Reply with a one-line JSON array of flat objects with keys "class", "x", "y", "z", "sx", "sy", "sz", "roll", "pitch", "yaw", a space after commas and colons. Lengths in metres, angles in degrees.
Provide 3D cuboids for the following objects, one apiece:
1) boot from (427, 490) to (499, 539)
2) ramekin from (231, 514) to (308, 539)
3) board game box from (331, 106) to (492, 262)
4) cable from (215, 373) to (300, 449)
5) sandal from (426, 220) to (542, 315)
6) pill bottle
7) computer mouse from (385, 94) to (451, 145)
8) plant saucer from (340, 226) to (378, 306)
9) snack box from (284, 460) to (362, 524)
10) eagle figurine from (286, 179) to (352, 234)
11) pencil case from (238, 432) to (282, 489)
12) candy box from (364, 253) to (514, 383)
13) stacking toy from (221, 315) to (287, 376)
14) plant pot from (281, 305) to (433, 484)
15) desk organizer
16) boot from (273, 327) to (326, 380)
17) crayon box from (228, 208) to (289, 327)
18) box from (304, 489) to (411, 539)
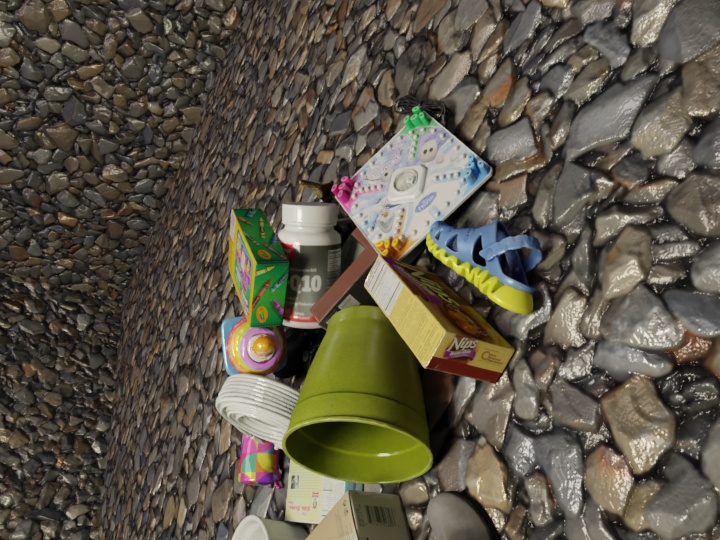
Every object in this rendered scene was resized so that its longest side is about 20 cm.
[{"class": "boot", "x": 0.093, "y": 0.313, "z": 0.616, "sx": 0.071, "sy": 0.130, "sz": 0.200, "roll": -65, "pitch": 31, "yaw": 15}, {"class": "ramekin", "x": -0.151, "y": 0.521, "z": 0.970, "sx": 0.200, "sy": 0.096, "sz": 0.204, "roll": -35, "pitch": 46, "yaw": 48}, {"class": "board game box", "x": 0.067, "y": -0.135, "z": 0.872, "sx": 0.200, "sy": 0.026, "sz": 0.201, "roll": -43, "pitch": 47, "yaw": 7}, {"class": "cable", "x": -0.153, "y": 0.249, "z": 1.013, "sx": 0.197, "sy": 0.200, "sz": 0.070, "roll": -6, "pitch": 50, "yaw": 39}, {"class": "sandal", "x": 0.159, "y": -0.023, "z": 0.732, "sx": 0.200, "sy": 0.079, "sz": 0.088, "roll": 40, "pitch": 107, "yaw": 50}, {"class": "pill bottle", "x": -0.090, "y": -0.012, "z": 0.997, "sx": 0.113, "sy": 0.112, "sz": 0.204, "roll": 19, "pitch": 110, "yaw": 60}, {"class": "computer mouse", "x": 0.089, "y": -0.187, "z": 0.966, "sx": 0.139, "sy": 0.046, "sz": 0.204, "roll": 20, "pitch": 93, "yaw": 49}, {"class": "plant saucer", "x": 0.007, "y": -0.016, "z": 1.009, "sx": 0.199, "sy": 0.050, "sz": 0.204, "roll": -36, "pitch": 46, "yaw": 48}, {"class": "snack box", "x": -0.063, "y": 0.356, "z": 0.960, "sx": 0.199, "sy": 0.037, "sz": 0.118, "roll": -28, "pitch": 52, "yaw": 52}, {"class": "eagle figurine", "x": -0.102, "y": -0.077, "z": 1.121, "sx": 0.203, "sy": 0.149, "sz": 0.151, "roll": -65, "pitch": 30, "yaw": 18}, {"class": "pencil case", "x": -0.192, "y": 0.328, "z": 1.156, "sx": 0.088, "sy": 0.087, "sz": 0.204, "roll": -32, "pitch": 52, "yaw": 49}, {"class": "candy box", "x": 0.095, "y": 0.058, "z": 0.754, "sx": 0.057, "sy": 0.115, "sz": 0.200, "roll": -62, "pitch": 31, "yaw": 18}, {"class": "stacking toy", "x": -0.167, "y": 0.126, "z": 0.965, "sx": 0.200, "sy": 0.114, "sz": 0.112, "roll": 159, "pitch": 104, "yaw": -72}, {"class": "plant pot", "x": 0.005, "y": 0.163, "z": 0.809, "sx": 0.200, "sy": 0.198, "sz": 0.195, "roll": -42, "pitch": 30, "yaw": 43}, {"class": "desk organizer", "x": 0.000, "y": 0.000, "z": 0.904, "sx": 0.200, "sy": 0.072, "sz": 0.077, "roll": -48, "pitch": 49, "yaw": 2}, {"class": "boot", "x": -0.102, "y": 0.178, "z": 1.073, "sx": 0.201, "sy": 0.076, "sz": 0.169, "roll": -51, "pitch": 32, "yaw": 25}, {"class": "crayon box", "x": -0.178, "y": -0.010, "z": 0.988, "sx": 0.201, "sy": 0.057, "sz": 0.121, "roll": -126, "pitch": 40, "yaw": -51}, {"class": "box", "x": -0.022, "y": 0.400, "z": 0.812, "sx": 0.201, "sy": 0.094, "sz": 0.078, "roll": -55, "pitch": 34, "yaw": 28}]
